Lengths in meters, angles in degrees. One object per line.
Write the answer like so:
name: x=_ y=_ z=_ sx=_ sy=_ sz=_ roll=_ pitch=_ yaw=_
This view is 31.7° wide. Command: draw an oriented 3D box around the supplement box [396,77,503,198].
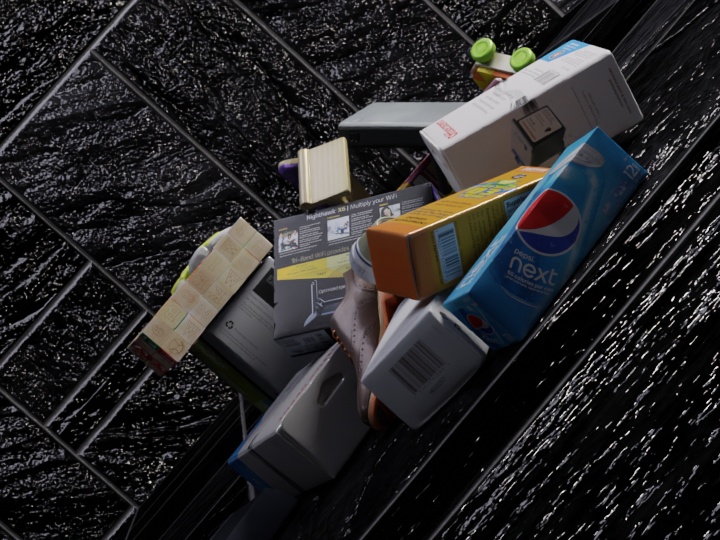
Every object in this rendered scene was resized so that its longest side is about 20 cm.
supplement box: x=0.152 y=-0.128 z=1.646 sx=0.200 sy=0.131 sz=0.103 roll=-48 pitch=3 yaw=-6

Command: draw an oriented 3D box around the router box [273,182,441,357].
router box: x=0.000 y=0.000 z=1.432 sx=0.199 sy=0.052 sz=0.158 roll=-12 pitch=59 yaw=18

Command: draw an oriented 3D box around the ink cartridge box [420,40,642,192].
ink cartridge box: x=0.177 y=-0.156 z=1.350 sx=0.199 sy=0.086 sz=0.147 roll=-32 pitch=15 yaw=3

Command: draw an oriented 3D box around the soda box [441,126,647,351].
soda box: x=0.161 y=-0.028 z=1.104 sx=0.200 sy=0.064 sz=0.068 roll=-51 pitch=5 yaw=-19

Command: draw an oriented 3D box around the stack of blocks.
stack of blocks: x=-0.206 y=0.035 z=1.630 sx=0.200 sy=0.059 sz=0.115 roll=-52 pitch=7 yaw=-22

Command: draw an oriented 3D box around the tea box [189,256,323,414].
tea box: x=-0.106 y=0.109 z=1.708 sx=0.134 sy=0.200 sz=0.197 roll=-50 pitch=3 yaw=-17

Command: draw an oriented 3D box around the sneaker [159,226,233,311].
sneaker: x=-0.214 y=0.018 z=1.760 sx=0.200 sy=0.076 sz=0.105 roll=-49 pitch=3 yaw=4

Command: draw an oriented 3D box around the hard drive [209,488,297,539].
hard drive: x=-0.153 y=0.322 z=1.343 sx=0.200 sy=0.042 sz=0.135 roll=-52 pitch=5 yaw=-37

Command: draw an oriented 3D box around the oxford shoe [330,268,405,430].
oxford shoe: x=0.007 y=0.078 z=1.303 sx=0.072 sy=0.071 sz=0.201 roll=-9 pitch=49 yaw=17

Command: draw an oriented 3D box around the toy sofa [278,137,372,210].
toy sofa: x=-0.017 y=-0.068 z=1.554 sx=0.097 sy=0.200 sz=0.083 roll=-17 pitch=56 yaw=20

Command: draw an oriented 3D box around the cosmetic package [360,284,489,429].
cosmetic package: x=0.074 y=0.057 z=1.197 sx=0.102 sy=0.074 sz=0.200 roll=-47 pitch=3 yaw=24

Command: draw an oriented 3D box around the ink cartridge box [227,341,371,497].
ink cartridge box: x=-0.052 y=0.166 z=1.402 sx=0.147 sy=0.086 sz=0.200 roll=-51 pitch=6 yaw=-26

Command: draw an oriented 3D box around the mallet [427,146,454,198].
mallet: x=0.100 y=-0.082 z=1.499 sx=0.066 sy=0.041 sz=0.200 roll=-58 pitch=-35 yaw=-21

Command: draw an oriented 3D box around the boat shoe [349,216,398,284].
boat shoe: x=0.082 y=-0.021 z=1.311 sx=0.199 sy=0.072 sz=0.062 roll=-4 pitch=-34 yaw=-37

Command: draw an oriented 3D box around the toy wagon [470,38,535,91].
toy wagon: x=0.232 y=-0.232 z=1.639 sx=0.200 sy=0.155 sz=0.040 roll=25 pitch=81 yaw=45

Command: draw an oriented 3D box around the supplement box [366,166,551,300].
supplement box: x=0.104 y=-0.038 z=1.173 sx=0.199 sy=0.069 sz=0.066 roll=-21 pitch=19 yaw=-33

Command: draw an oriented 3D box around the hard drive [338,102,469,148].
hard drive: x=0.090 y=-0.176 z=1.534 sx=0.140 sy=0.199 sz=0.033 roll=-43 pitch=-48 yaw=-63
